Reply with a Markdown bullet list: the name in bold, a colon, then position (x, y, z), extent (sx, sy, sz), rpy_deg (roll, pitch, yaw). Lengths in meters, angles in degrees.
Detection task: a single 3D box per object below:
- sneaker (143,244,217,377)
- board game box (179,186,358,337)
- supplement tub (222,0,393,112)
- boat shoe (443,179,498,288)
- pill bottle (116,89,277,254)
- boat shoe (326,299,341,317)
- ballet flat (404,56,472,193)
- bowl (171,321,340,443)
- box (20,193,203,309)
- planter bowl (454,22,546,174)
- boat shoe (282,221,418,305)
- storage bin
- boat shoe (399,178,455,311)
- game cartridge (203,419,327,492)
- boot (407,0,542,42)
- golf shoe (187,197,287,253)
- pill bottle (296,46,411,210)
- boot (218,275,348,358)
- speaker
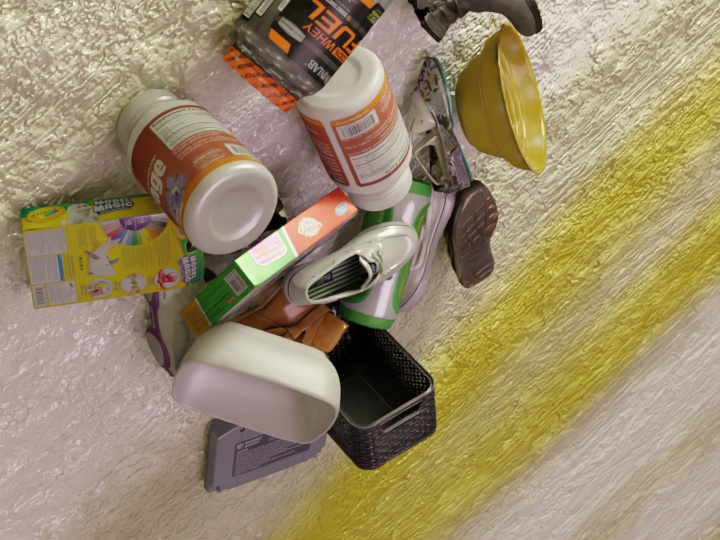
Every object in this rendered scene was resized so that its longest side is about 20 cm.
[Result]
- **sneaker**: position (-0.218, 0.054, 1.681), extent (0.099, 0.075, 0.201), rpy_deg (-22, 135, -27)
- **board game box**: position (-0.110, -0.010, 1.631), extent (0.200, 0.040, 0.153), rpy_deg (-39, 180, -42)
- **supplement tub**: position (-0.055, -0.283, 1.500), extent (0.200, 0.122, 0.122), rpy_deg (-51, 141, 6)
- **boat shoe**: position (0.146, -0.059, 1.919), extent (0.074, 0.073, 0.201), rpy_deg (-25, 143, -19)
- **pill bottle**: position (-0.184, -0.114, 1.467), extent (0.112, 0.200, 0.113), rpy_deg (-23, 136, -25)
- **boat shoe**: position (-0.062, 0.062, 1.836), extent (0.199, 0.068, 0.072), rpy_deg (-21, 135, -28)
- **ballet flat**: position (0.095, -0.181, 1.759), extent (0.072, 0.072, 0.201), rpy_deg (-32, 128, -17)
- **bowl**: position (-0.123, 0.131, 1.641), extent (0.200, 0.198, 0.075), rpy_deg (125, -19, -65)
- **box**: position (-0.279, -0.026, 1.533), extent (0.198, 0.049, 0.118), rpy_deg (-6, 131, -11)
- **planter bowl**: position (0.176, -0.215, 1.765), extent (0.083, 0.202, 0.201), rpy_deg (-12, 147, 21)
- **boat shoe**: position (0.000, 0.000, 1.698), extent (0.199, 0.067, 0.074), rpy_deg (-28, 114, -22)
- **storage bin**: position (0.002, 0.162, 1.875), extent (0.135, 0.200, 0.094), rpy_deg (-28, 139, -21)
- **boat shoe**: position (0.068, -0.035, 1.870), extent (0.065, 0.072, 0.201), rpy_deg (4, 120, -39)
- **game cartridge**: position (-0.133, 0.239, 1.953), extent (0.199, 0.041, 0.134), rpy_deg (-15, 136, -33)
- **boot**: position (0.131, -0.325, 1.643), extent (0.131, 0.068, 0.200), rpy_deg (-44, 134, 2)
- **golf shoe**: position (-0.179, -0.061, 1.605), extent (0.199, 0.095, 0.078), rpy_deg (-21, 137, -26)
- **pill bottle**: position (-0.002, -0.168, 1.646), extent (0.112, 0.112, 0.201), rpy_deg (-37, 141, -10)
- **boot**: position (-0.122, 0.107, 1.748), extent (0.201, 0.155, 0.077), rpy_deg (-57, 178, -1)
- **speaker**: position (0.033, -0.028, 1.799), extent (0.088, 0.088, 0.202), rpy_deg (9, 101, -46)
